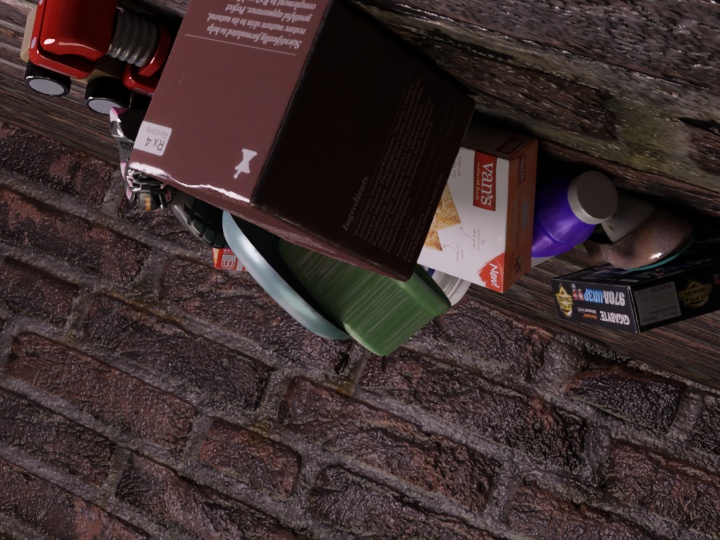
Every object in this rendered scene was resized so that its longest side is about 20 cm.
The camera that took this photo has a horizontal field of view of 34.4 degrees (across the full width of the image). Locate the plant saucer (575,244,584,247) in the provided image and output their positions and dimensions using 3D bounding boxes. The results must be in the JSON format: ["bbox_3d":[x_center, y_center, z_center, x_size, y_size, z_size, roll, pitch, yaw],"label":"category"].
[{"bbox_3d":[0.174,-0.066,1.296,0.197,0.032,0.200,15,175,1],"label":"plant saucer"}]

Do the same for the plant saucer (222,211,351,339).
[{"bbox_3d":[-0.084,0.006,1.269,0.200,0.027,0.200,45,-174,-6],"label":"plant saucer"}]

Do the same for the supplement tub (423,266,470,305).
[{"bbox_3d":[0.057,-0.044,1.594,0.198,0.146,0.144,22,177,-14],"label":"supplement tub"}]

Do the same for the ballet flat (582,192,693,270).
[{"bbox_3d":[0.251,-0.040,1.122,0.067,0.068,0.200,49,171,-6],"label":"ballet flat"}]

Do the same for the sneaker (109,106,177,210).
[{"bbox_3d":[-0.209,-0.106,1.179,0.079,0.088,0.200,5,173,2],"label":"sneaker"}]

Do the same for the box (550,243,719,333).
[{"bbox_3d":[0.292,0.013,1.124,0.157,0.047,0.200,-14,-176,-11],"label":"box"}]

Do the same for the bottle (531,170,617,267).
[{"bbox_3d":[0.173,-0.043,1.130,0.082,0.066,0.200,-12,170,-26],"label":"bottle"}]

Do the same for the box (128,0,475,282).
[{"bbox_3d":[-0.043,-0.111,0.941,0.165,0.166,0.199,20,176,42],"label":"box"}]

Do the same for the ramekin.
[{"bbox_3d":[0.000,0.000,1.296,0.200,0.098,0.200,46,-174,-6],"label":"ramekin"}]

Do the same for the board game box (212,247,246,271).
[{"bbox_3d":[-0.122,-0.064,1.527,0.149,0.047,0.201,7,-152,-14],"label":"board game box"}]

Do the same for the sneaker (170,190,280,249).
[{"bbox_3d":[-0.164,-0.061,1.346,0.078,0.077,0.199,14,175,31],"label":"sneaker"}]

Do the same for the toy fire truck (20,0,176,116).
[{"bbox_3d":[-0.219,-0.211,1.128,0.174,0.131,0.199,17,160,-32],"label":"toy fire truck"}]

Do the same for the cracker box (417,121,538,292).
[{"bbox_3d":[0.066,-0.076,1.087,0.198,0.136,0.058,19,-144,32],"label":"cracker box"}]
